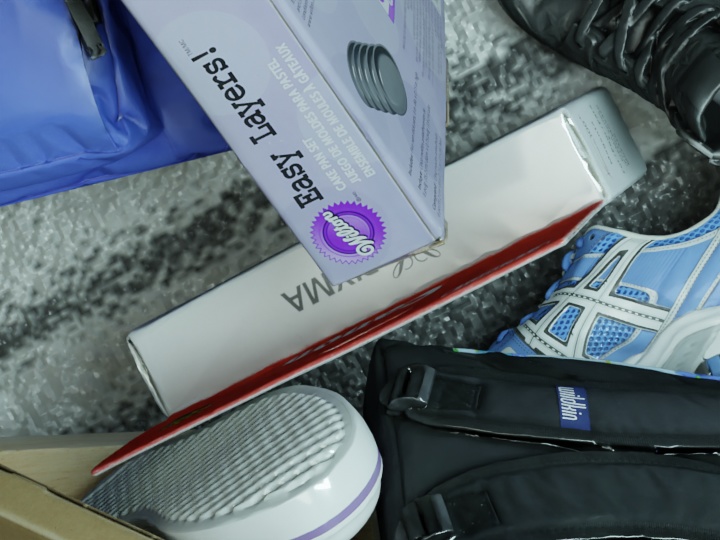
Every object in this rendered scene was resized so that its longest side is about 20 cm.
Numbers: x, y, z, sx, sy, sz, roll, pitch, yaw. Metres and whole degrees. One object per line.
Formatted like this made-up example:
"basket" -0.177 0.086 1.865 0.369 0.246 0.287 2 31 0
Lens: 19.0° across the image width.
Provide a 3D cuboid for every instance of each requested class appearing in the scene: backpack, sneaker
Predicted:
"backpack" 0.108 0.105 0.742 0.198 0.164 0.155 -8 127 -3
"sneaker" -0.025 0.108 0.758 0.114 0.073 0.200 50 153 -9
"sneaker" 0.132 -0.077 0.793 0.199 0.104 0.060 27 107 10
"sneaker" 0.096 0.029 0.850 0.199 0.076 0.077 -25 71 18
"backpack" -0.124 -0.131 0.826 0.161 0.168 0.201 -12 94 11

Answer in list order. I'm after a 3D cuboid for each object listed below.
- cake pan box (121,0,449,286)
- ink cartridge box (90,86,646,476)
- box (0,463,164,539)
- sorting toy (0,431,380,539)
"cake pan box" -0.032 -0.124 0.758 0.052 0.201 0.185 -23 124 18
"ink cartridge box" 0.000 0.000 0.808 0.199 0.174 0.044 -27 91 19
"box" -0.049 0.148 0.747 0.199 0.021 0.164 16 144 42
"sorting toy" -0.074 0.157 0.901 0.199 0.070 0.200 -3 105 17
